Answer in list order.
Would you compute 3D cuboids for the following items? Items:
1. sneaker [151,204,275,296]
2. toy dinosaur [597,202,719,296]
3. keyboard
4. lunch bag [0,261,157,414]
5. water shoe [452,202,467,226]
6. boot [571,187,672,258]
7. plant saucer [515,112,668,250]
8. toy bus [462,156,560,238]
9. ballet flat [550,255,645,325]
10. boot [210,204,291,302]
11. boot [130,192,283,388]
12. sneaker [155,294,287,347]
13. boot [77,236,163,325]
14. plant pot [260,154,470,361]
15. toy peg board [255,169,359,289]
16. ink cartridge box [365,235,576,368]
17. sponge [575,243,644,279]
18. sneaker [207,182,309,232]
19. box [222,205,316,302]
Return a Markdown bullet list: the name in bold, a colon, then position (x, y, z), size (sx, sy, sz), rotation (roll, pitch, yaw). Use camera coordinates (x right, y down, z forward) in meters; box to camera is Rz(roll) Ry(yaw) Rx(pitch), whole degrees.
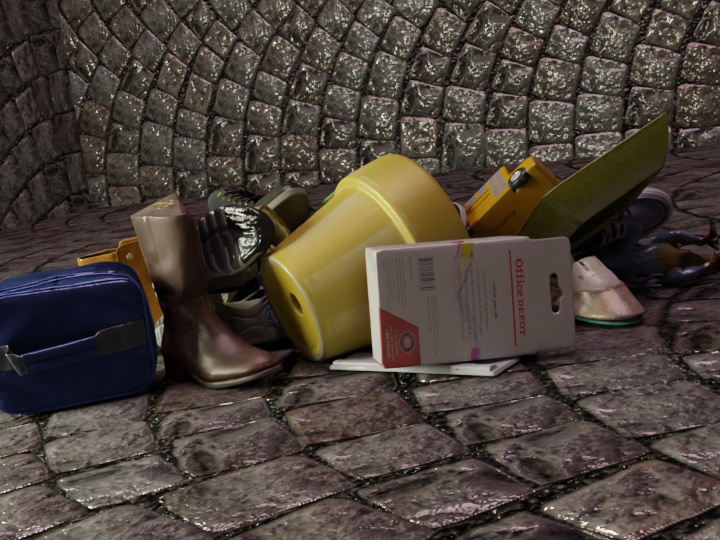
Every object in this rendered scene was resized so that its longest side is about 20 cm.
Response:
- **sneaker**: position (-0.142, -0.021, 1.287), size (0.199, 0.076, 0.115), rotation (-23, -15, 39)
- **toy dinosaur**: position (0.349, 0.003, 1.367), size (0.179, 0.106, 0.200), rotation (-15, -27, 17)
- **keyboard**: position (0.062, 0.094, 1.147), size (0.198, 0.011, 0.056), rotation (-1, 6, 35)
- **lunch bag**: position (-0.320, 0.071, 1.209), size (0.197, 0.138, 0.132), rotation (-11, 9, -14)
- **water shoe**: position (0.077, -0.038, 1.470), size (0.071, 0.079, 0.201), rotation (-29, 22, 45)
- **boot**: position (0.320, -0.052, 1.483), size (0.198, 0.074, 0.090), rotation (-16, 15, 7)
- **plant saucer**: position (0.276, -0.079, 1.353), size (0.199, 0.048, 0.200), rotation (-33, -13, -19)
- **toy bus**: position (0.180, -0.070, 1.531), size (0.200, 0.065, 0.079), rotation (-46, 22, 18)
- **ballet flat**: position (0.245, 0.017, 1.273), size (0.067, 0.068, 0.199), rotation (-13, 10, -24)
- **boot**: position (-0.163, 0.002, 1.426), size (0.198, 0.175, 0.067), rotation (-11, 51, 29)
- **boot**: position (-0.168, 0.018, 1.200), size (0.185, 0.203, 0.064), rotation (0, 12, 40)
- **sneaker**: position (-0.147, 0.069, 1.350), size (0.197, 0.076, 0.087), rotation (-7, -9, -8)
- **boot**: position (-0.239, 0.026, 1.385), size (0.198, 0.146, 0.071), rotation (-10, 14, -10)
- **plant pot**: position (0.000, 0.000, 1.250), size (0.188, 0.203, 0.200), rotation (-28, 17, -22)
- **toy peg board**: position (-0.054, -0.040, 1.505), size (0.200, 0.098, 0.199), rotation (-42, -10, 30)
- **ink cartridge box**: position (0.110, 0.028, 1.126), size (0.197, 0.118, 0.067), rotation (-4, 4, -8)
- **sponge**: position (0.325, -0.016, 1.532), size (0.110, 0.030, 0.200), rotation (-10, 9, -9)
- **sneaker**: position (-0.144, -0.082, 1.466), size (0.074, 0.107, 0.200), rotation (-2, -27, -40)
- **box**: position (-0.147, -0.025, 1.653), size (0.161, 0.044, 0.200), rotation (-50, -2, 15)
